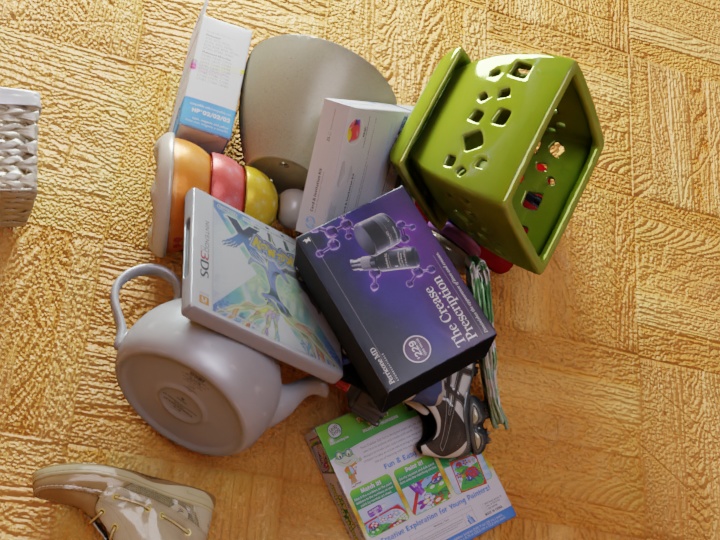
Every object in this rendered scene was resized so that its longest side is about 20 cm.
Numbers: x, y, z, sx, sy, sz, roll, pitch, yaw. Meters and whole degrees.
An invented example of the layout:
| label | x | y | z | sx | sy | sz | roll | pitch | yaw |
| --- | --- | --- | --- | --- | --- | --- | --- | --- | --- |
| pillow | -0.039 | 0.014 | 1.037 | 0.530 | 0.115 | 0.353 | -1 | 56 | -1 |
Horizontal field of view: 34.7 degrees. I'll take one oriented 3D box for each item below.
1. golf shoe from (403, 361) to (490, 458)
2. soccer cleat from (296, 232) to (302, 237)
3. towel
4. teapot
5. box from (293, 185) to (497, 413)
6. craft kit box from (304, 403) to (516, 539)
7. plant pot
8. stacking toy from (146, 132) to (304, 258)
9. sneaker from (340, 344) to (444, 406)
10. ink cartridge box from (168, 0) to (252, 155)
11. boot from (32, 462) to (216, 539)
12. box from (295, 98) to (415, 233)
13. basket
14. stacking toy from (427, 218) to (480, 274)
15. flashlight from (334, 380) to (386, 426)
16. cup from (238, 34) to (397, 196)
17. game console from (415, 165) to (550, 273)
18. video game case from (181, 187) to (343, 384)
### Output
| label | x | y | z | sx | sy | sz | roll | pitch | yaw |
| --- | --- | --- | --- | --- | --- | --- | --- | --- | --- |
| golf shoe | 0.093 | 0.125 | 1.372 | 0.094 | 0.078 | 0.201 | -8 | 82 | -14 |
| soccer cleat | 0.000 | 0.000 | 1.413 | 0.200 | 0.073 | 0.068 | 44 | 66 | 12 |
| towel | 0.152 | 0.083 | 1.399 | 0.023 | 0.153 | 0.201 | -9 | 94 | 2 |
| teapot | -0.167 | 0.095 | 1.276 | 0.146 | 0.196 | 0.201 | -58 | 137 | -39 |
| box | 0.034 | 0.030 | 1.257 | 0.141 | 0.079 | 0.201 | -28 | 72 | -13 |
| craft kit box | 0.061 | 0.247 | 1.385 | 0.199 | 0.049 | 0.198 | -19 | 80 | -28 |
| plant pot | 0.158 | -0.140 | 1.374 | 0.181 | 0.200 | 0.200 | 20 | 74 | 30 |
| stacking toy | -0.148 | -0.082 | 1.358 | 0.199 | 0.146 | 0.147 | 4 | 67 | -11 |
| sneaker | 0.015 | 0.068 | 1.314 | 0.114 | 0.081 | 0.201 | -10 | 71 | -22 |
| ink cartridge box | -0.188 | -0.232 | 1.436 | 0.067 | 0.115 | 0.201 | 15 | 64 | -16 |
| boot | -0.258 | 0.293 | 1.213 | 0.199 | 0.073 | 0.156 | 18 | 60 | -21 |
| box | 0.010 | -0.119 | 1.364 | 0.041 | 0.157 | 0.200 | 21 | 16 | 28 |
| basket | -0.457 | -0.122 | 1.269 | 0.199 | 0.136 | 0.124 | 0 | 73 | -23 |
| stacking toy | 0.159 | -0.097 | 1.501 | 0.085 | 0.085 | 0.200 | 36 | 84 | -5 |
| flashlight | -0.052 | 0.112 | 1.358 | 0.199 | 0.068 | 0.068 | 33 | 34 | 5 |
| cup | -0.069 | -0.166 | 1.412 | 0.199 | 0.200 | 0.144 | 25 | 63 | -12 |
| game console | 0.152 | -0.118 | 1.590 | 0.199 | 0.119 | 0.173 | 33 | 91 | -7 |
| video game case | -0.106 | 0.015 | 1.261 | 0.199 | 0.022 | 0.183 | 28 | 36 | -30 |
